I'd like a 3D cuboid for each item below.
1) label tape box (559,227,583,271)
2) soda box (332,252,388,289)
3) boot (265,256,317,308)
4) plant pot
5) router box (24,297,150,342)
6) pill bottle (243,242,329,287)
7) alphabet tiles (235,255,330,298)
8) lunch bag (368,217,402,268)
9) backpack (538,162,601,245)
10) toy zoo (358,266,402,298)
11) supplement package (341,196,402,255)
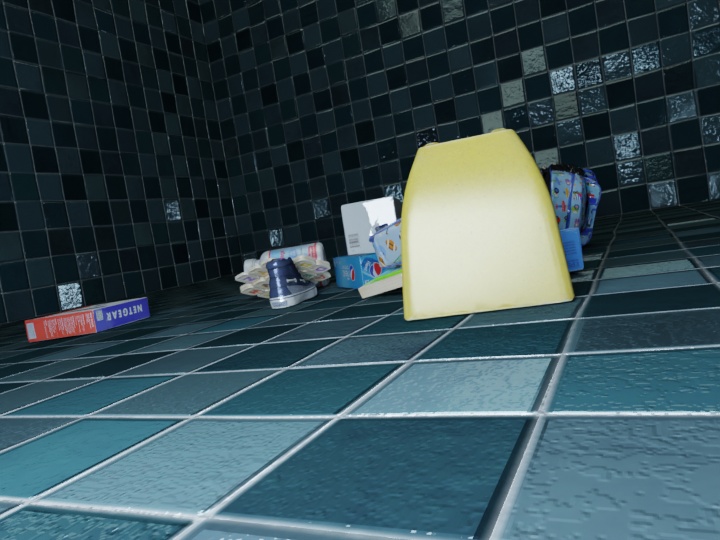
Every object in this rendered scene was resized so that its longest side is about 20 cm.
[{"bbox_3d":[0.255,-0.023,0.905,0.141,0.065,0.200,-11,2,5],"label":"label tape box"},{"bbox_3d":[0.000,0.000,1.204,0.063,0.069,0.200,-10,3,-17],"label":"soda box"},{"bbox_3d":[-0.137,0.016,1.139,0.071,0.092,0.200,-9,4,7],"label":"boot"},{"bbox_3d":[0.148,-0.063,0.711,0.191,0.204,0.195,-8,4,16],"label":"plant pot"},{"bbox_3d":[-0.618,0.110,1.294,0.176,0.050,0.200,-9,3,13],"label":"router box"},{"bbox_3d":[-0.181,-0.001,1.392,0.196,0.111,0.109,-10,3,0],"label":"pill bottle"},{"bbox_3d":[-0.166,0.017,1.231,0.198,0.015,0.194,-25,-24,30],"label":"alphabet tiles"},{"bbox_3d":[0.115,-0.072,0.974,0.159,0.077,0.199,-27,5,-33],"label":"lunch bag"},{"bbox_3d":[0.445,-0.129,1.232,0.132,0.186,0.200,9,22,13],"label":"backpack"},{"bbox_3d":[0.103,-0.014,0.975,0.199,0.021,0.131,-30,5,-34],"label":"toy zoo"},{"bbox_3d":[0.046,-0.092,1.542,0.144,0.195,0.200,-8,3,10],"label":"supplement package"}]
